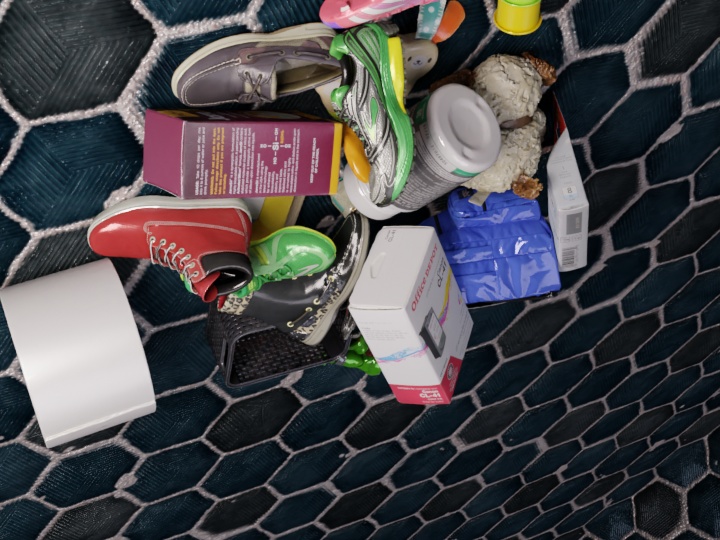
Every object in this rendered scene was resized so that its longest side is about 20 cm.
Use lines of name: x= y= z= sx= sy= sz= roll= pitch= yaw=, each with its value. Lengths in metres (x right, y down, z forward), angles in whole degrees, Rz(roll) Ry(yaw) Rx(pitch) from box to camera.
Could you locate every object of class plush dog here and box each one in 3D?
plush dog: x=0.180 y=-0.195 z=1.377 sx=0.199 sy=0.161 sz=0.173 roll=-18 pitch=122 yaw=-18

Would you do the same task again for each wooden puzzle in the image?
wooden puzzle: x=-0.147 y=-0.087 z=1.348 sx=0.184 sy=0.037 sz=0.201 roll=-6 pitch=141 yaw=-33

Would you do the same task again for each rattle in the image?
rattle: x=0.052 y=-0.220 z=1.232 sx=0.199 sy=0.143 sz=0.131 roll=-26 pitch=130 yaw=6

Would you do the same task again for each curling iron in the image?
curling iron: x=0.000 y=0.000 z=1.434 sx=0.025 sy=0.202 sz=0.050 roll=19 pitch=151 yaw=-23

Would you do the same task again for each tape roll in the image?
tape roll: x=-0.345 y=0.099 z=1.297 sx=0.138 sy=0.203 sz=0.203 roll=-18 pitch=146 yaw=-18

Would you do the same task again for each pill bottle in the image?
pill bottle: x=0.072 y=-0.141 z=1.322 sx=0.112 sy=0.114 sz=0.200 roll=0 pitch=162 yaw=-38

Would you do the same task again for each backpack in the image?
backpack: x=0.172 y=-0.038 z=1.548 sx=0.198 sy=0.163 sz=0.169 roll=-12 pitch=104 yaw=4

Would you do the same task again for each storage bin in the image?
storage bin: x=-0.116 y=0.078 z=1.550 sx=0.198 sy=0.094 sz=0.136 roll=-13 pitch=145 yaw=-23

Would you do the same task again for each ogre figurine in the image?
ogre figurine: x=0.038 y=0.113 z=1.719 sx=0.200 sy=0.098 sz=0.120 roll=-46 pitch=134 yaw=5

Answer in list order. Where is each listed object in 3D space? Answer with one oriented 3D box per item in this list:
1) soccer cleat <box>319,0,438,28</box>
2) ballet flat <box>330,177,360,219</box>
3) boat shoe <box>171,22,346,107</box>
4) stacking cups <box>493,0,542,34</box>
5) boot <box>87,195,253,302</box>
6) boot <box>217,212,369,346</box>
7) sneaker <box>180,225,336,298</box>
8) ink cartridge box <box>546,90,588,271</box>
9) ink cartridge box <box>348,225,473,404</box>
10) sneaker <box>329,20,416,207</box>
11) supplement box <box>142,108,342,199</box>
soccer cleat: x=0.050 y=-0.310 z=1.164 sx=0.199 sy=0.067 sz=0.077 roll=-32 pitch=138 yaw=-3
ballet flat: x=0.053 y=-0.104 z=1.458 sx=0.199 sy=0.063 sz=0.068 roll=-14 pitch=146 yaw=-24
boat shoe: x=-0.107 y=-0.218 z=1.169 sx=0.199 sy=0.065 sz=0.072 roll=-18 pitch=146 yaw=-18
stacking cups: x=0.185 y=-0.363 z=1.207 sx=0.060 sy=0.061 sz=0.201 roll=-22 pitch=145 yaw=-11
boot: x=-0.226 y=-0.018 z=1.249 sx=0.198 sy=0.145 sz=0.073 roll=-5 pitch=134 yaw=-2
boot: x=-0.087 y=-0.002 z=1.400 sx=0.153 sy=0.074 sz=0.205 roll=18 pitch=116 yaw=-21
sneaker: x=-0.127 y=-0.001 z=1.319 sx=0.198 sy=0.084 sz=0.074 roll=-8 pitch=132 yaw=2
ink cartridge box: x=0.277 y=-0.124 z=1.493 sx=0.047 sy=0.201 sz=0.160 roll=-12 pitch=148 yaw=4
ink cartridge box: x=0.073 y=0.061 z=1.413 sx=0.085 sy=0.148 sz=0.201 roll=1 pitch=139 yaw=26
sneaker: x=0.007 y=-0.168 z=1.170 sx=0.085 sy=0.202 sz=0.078 roll=-11 pitch=-173 yaw=-19
supplement box: x=-0.133 y=-0.134 z=1.201 sx=0.199 sy=0.110 sz=0.086 roll=-5 pitch=107 yaw=-34
